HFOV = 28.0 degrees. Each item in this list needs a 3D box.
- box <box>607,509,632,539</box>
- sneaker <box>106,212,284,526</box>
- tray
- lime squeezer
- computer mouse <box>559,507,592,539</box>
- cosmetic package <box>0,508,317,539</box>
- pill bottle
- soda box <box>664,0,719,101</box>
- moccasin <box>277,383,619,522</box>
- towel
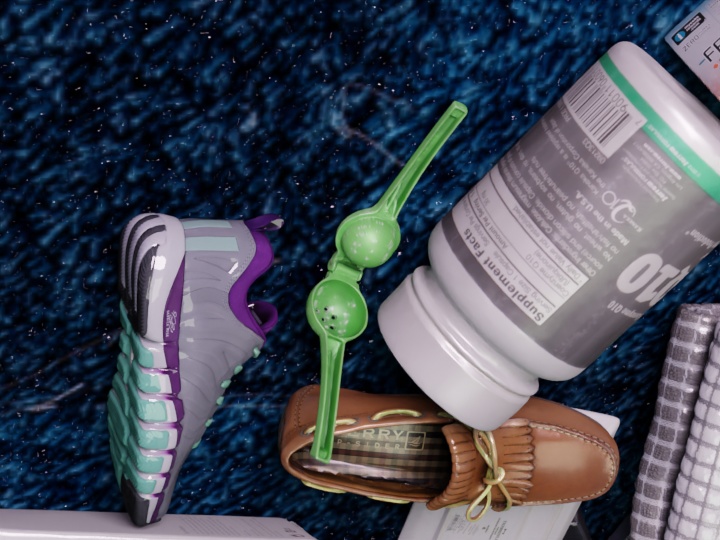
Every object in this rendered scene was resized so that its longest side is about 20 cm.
[{"bbox_3d":[0.270,0.222,1.064,0.199,0.051,0.158,17,118,-31],"label":"box"},{"bbox_3d":[-0.087,0.059,0.787,0.087,0.075,0.201,-6,129,-22],"label":"sneaker"},{"bbox_3d":[0.087,0.162,0.942,0.107,0.022,0.201,12,127,-8],"label":"tray"},{"bbox_3d":[0.000,0.000,0.779,0.038,0.071,0.201,23,87,-8],"label":"lime squeezer"},{"bbox_3d":[0.116,0.149,0.966,0.058,0.034,0.200,-14,128,12],"label":"computer mouse"},{"bbox_3d":[-0.131,0.201,0.840,0.199,0.081,0.113,7,88,-17],"label":"cosmetic package"},{"bbox_3d":[0.109,-0.014,0.771,0.113,0.113,0.200,30,113,-36],"label":"pill bottle"},{"bbox_3d":[0.255,-0.080,0.801,0.064,0.068,0.200,-42,130,14],"label":"soda box"},{"bbox_3d":[0.052,0.107,0.840,0.200,0.078,0.074,11,111,-7],"label":"moccasin"},{"bbox_3d":[0.273,0.108,0.926,0.199,0.086,0.166,5,100,-29],"label":"towel"}]
